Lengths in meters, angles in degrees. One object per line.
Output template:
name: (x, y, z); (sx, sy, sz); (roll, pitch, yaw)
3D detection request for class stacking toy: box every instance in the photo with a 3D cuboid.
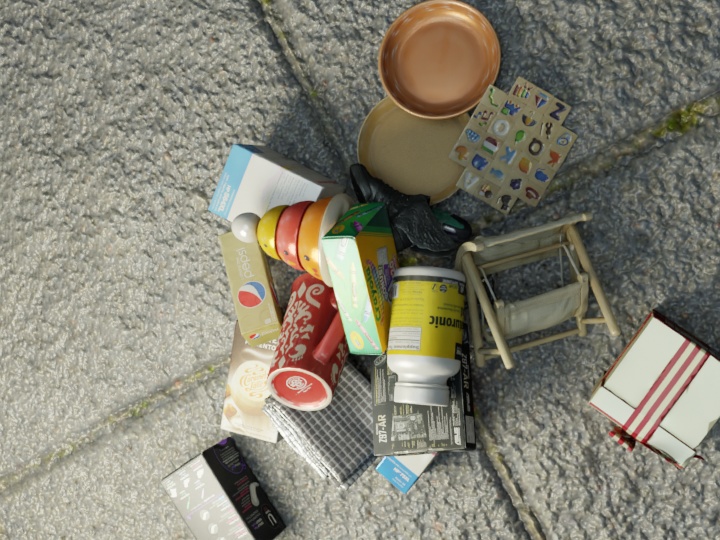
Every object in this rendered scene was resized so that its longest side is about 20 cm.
stacking toy: (-0.110, -0.056, 1.447); (0.200, 0.146, 0.146); (7, 97, 20)

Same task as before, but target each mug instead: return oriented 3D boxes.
mug: (-0.074, 0.102, 1.480); (0.133, 0.200, 0.178); (12, 137, 6)

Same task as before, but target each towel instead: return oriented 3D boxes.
towel: (-0.042, 0.246, 1.540); (0.200, 0.166, 0.086); (45, 147, 10)

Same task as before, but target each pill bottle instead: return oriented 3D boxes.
pill bottle: (0.097, 0.100, 1.374); (0.111, 0.111, 0.200); (2, 81, 17)

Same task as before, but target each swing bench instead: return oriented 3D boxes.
swing bench: (0.264, 0.029, 1.412); (0.199, 0.130, 0.200); (-14, 89, -15)

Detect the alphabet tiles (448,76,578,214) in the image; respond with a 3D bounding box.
alphabet tiles: (0.245, -0.199, 1.475); (0.166, 0.006, 0.200); (28, 102, -7)

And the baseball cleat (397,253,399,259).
baseball cleat: (0.000, 0.000, 1.536); (0.106, 0.070, 0.200); (40, 128, 22)

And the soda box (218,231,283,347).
soda box: (-0.186, 0.024, 1.579); (0.068, 0.064, 0.200); (-19, 63, 3)

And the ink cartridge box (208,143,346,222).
ink cartridge box: (-0.129, -0.117, 1.562); (0.200, 0.129, 0.125); (28, 103, 13)

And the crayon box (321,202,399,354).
crayon box: (0.011, 0.012, 1.390); (0.058, 0.119, 0.200); (0, 118, 27)

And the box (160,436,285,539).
box: (-0.245, 0.420, 1.646); (0.106, 0.122, 0.200); (-35, 83, 16)

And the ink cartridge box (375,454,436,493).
ink cartridge box: (0.120, 0.261, 1.522); (0.067, 0.116, 0.200); (38, 105, 11)

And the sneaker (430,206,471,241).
sneaker: (0.090, -0.064, 1.538); (0.200, 0.074, 0.088); (19, 112, 25)

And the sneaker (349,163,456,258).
sneaker: (0.065, -0.098, 1.463); (0.104, 0.060, 0.200); (-23, 71, -8)

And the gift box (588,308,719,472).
gift box: (0.462, 0.190, 1.375); (0.200, 0.184, 0.187); (38, 102, 17)

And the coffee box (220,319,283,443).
coffee box: (-0.171, 0.189, 1.626); (0.114, 0.080, 0.200); (11, 98, 16)

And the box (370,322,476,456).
box: (0.095, 0.188, 1.446); (0.160, 0.044, 0.200); (-12, 72, 28)

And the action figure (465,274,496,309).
action figure: (0.122, 0.051, 1.506); (0.200, 0.119, 0.102); (-8, 54, 11)

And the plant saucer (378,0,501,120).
plant saucer: (0.129, -0.341, 1.497); (0.200, 0.037, 0.201); (-1, 84, 12)

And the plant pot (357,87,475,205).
plant pot: (0.094, -0.203, 1.526); (0.200, 0.027, 0.200); (-1, 87, 12)
